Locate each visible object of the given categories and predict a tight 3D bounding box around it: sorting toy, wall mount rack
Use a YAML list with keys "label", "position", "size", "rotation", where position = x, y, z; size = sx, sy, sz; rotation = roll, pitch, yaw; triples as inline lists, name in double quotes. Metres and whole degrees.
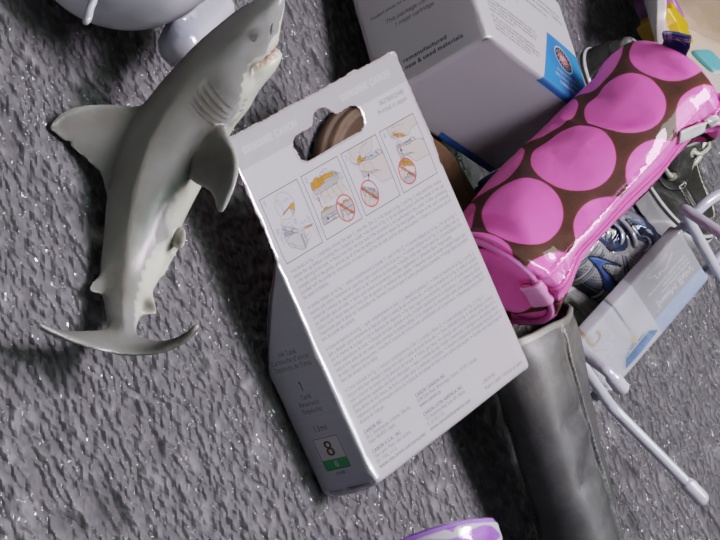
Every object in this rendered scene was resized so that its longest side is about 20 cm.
- label: "sorting toy"
  position: [0.257, -0.193, 1.884]
  size: [0.200, 0.106, 0.180]
  rotation: [55, 25, -26]
- label: "wall mount rack"
  position: [0.210, 0.053, 1.582]
  size: [0.074, 0.200, 0.174]
  rotation: [38, -8, 39]

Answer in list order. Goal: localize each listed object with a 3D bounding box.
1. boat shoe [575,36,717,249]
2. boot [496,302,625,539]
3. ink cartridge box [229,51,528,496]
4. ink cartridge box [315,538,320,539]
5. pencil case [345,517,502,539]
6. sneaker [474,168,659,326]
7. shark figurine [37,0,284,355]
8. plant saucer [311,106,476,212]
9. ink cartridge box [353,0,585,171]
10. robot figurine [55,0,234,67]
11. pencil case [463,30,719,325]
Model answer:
- label: "boat shoe"
  position: [0.225, -0.092, 1.824]
  size: [0.200, 0.063, 0.071]
  rotation: [49, 34, -34]
- label: "boot"
  position: [0.118, 0.133, 1.448]
  size: [0.182, 0.072, 0.201]
  rotation: [-59, 142, -72]
- label: "ink cartridge box"
  position: [0.000, 0.000, 1.348]
  size: [0.161, 0.050, 0.201]
  rotation: [-32, 99, -47]
- label: "ink cartridge box"
  position: [-0.053, 0.216, 1.154]
  size: [0.200, 0.042, 0.120]
  rotation: [-31, 100, -59]
- label: "pencil case"
  position: [0.056, 0.230, 1.291]
  size: [0.084, 0.085, 0.201]
  rotation: [20, 55, -67]
- label: "sneaker"
  position: [0.143, -0.017, 1.587]
  size: [0.200, 0.085, 0.077]
  rotation: [47, 1, -45]
- label: "shark figurine"
  position: [-0.115, -0.039, 1.197]
  size: [0.089, 0.128, 0.215]
  rotation: [29, 61, -17]
- label: "plant saucer"
  position: [0.035, -0.009, 1.471]
  size: [0.200, 0.029, 0.201]
  rotation: [41, 39, -45]
- label: "ink cartridge box"
  position: [0.057, -0.184, 1.536]
  size: [0.146, 0.084, 0.201]
  rotation: [28, 40, -53]
- label: "robot figurine"
  position: [-0.103, -0.192, 1.249]
  size: [0.200, 0.112, 0.170]
  rotation: [-52, 127, -58]
- label: "pencil case"
  position: [0.137, -0.052, 1.464]
  size: [0.200, 0.093, 0.091]
  rotation: [-47, 143, -23]
